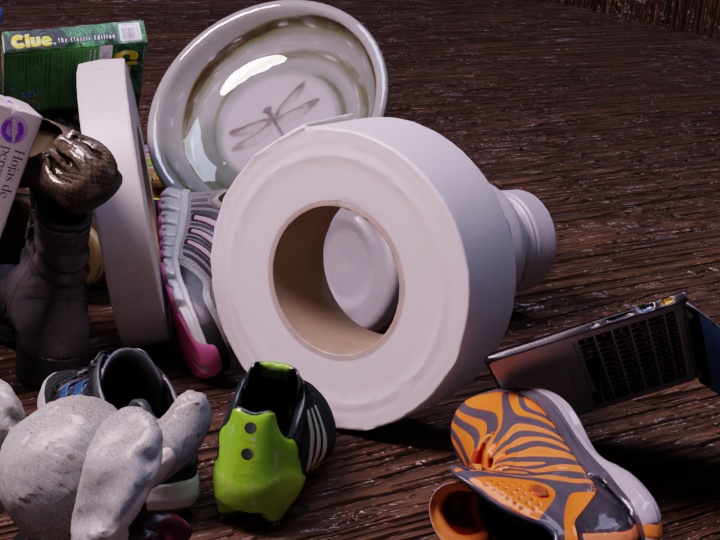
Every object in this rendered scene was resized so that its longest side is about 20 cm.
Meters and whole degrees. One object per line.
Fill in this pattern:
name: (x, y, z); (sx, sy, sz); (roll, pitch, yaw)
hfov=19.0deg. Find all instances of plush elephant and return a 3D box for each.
plush elephant: (-0.118, 0.121, 1.000); (0.164, 0.156, 0.199); (19, 18, 39)

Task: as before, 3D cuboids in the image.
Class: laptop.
laptop: (0.198, 0.098, 1.342); (0.199, 0.117, 0.187); (-17, -20, 6)

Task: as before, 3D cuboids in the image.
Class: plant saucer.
plant saucer: (-0.067, -0.116, 1.679); (0.199, 0.201, 0.050); (14, -22, 27)

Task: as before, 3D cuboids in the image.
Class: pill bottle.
pill bottle: (0.059, -0.014, 1.680); (0.199, 0.113, 0.112); (-7, 20, -42)

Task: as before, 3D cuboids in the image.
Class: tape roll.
tape roll: (-0.167, -0.047, 1.523); (0.037, 0.204, 0.203); (-9, 16, -3)
tape roll: (0.000, 0.000, 1.421); (0.201, 0.204, 0.071); (15, 17, 29)

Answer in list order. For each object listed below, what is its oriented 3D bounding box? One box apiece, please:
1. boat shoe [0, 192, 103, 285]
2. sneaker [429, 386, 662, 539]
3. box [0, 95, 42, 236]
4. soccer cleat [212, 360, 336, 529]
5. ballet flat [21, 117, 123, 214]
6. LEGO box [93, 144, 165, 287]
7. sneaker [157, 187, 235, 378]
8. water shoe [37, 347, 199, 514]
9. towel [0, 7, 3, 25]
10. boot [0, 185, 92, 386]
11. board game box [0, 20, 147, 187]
boat shoe: (-0.274, -0.029, 1.678); (0.199, 0.074, 0.063); (6, 17, 30)
sneaker: (0.080, 0.120, 1.246); (0.111, 0.078, 0.200); (0, 16, -27)
box: (-0.256, -0.014, 1.369); (0.038, 0.201, 0.041); (16, 8, -28)
soccer cleat: (-0.049, 0.088, 1.304); (0.067, 0.082, 0.200); (7, 15, 4)
ballet flat: (-0.223, -0.082, 1.423); (0.067, 0.046, 0.200); (-44, 34, -17)
LEGO box: (-0.145, -0.043, 1.767); (0.148, 0.078, 0.200); (5, 15, -8)
sneaker: (-0.096, 0.000, 1.538); (0.087, 0.074, 0.200); (-10, 34, -2)
water shoe: (-0.140, 0.081, 1.296); (0.071, 0.080, 0.200); (-1, 16, -27)
towel: (-0.296, -0.088, 1.601); (0.024, 0.145, 0.201); (16, 41, -22)
boot: (-0.220, -0.009, 1.498); (0.069, 0.133, 0.200); (-1, 17, -25)
board game box: (-0.217, -0.121, 1.605); (0.104, 0.024, 0.200); (-4, -26, -12)
